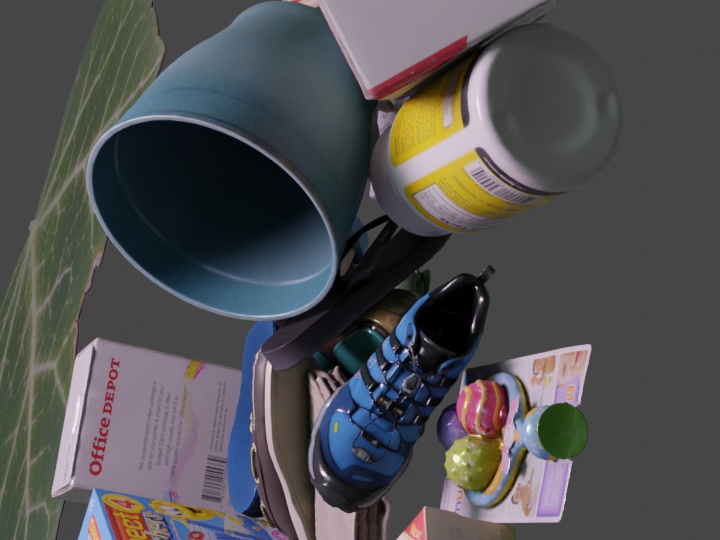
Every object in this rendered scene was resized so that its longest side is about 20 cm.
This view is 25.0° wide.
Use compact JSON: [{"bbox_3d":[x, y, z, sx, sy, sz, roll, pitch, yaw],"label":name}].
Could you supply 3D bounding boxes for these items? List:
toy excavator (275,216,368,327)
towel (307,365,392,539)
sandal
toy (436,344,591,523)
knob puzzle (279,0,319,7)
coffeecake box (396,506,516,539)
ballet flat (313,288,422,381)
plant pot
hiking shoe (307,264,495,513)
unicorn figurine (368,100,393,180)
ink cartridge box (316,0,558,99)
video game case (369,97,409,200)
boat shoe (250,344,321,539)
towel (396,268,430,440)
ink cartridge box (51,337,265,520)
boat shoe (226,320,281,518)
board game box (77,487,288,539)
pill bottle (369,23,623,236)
[{"bbox_3d":[-0.062,-0.049,1.530,0.194,0.100,0.201,-18,34,40],"label":"toy excavator"},{"bbox_3d":[-0.008,0.184,1.256,0.133,0.034,0.201,-129,35,-66],"label":"towel"},{"bbox_3d":[0.000,0.000,1.250,0.200,0.043,0.076,-41,14,-27],"label":"sandal"},{"bbox_3d":[0.087,0.111,1.109,0.200,0.047,0.116,162,122,-66],"label":"toy"},{"bbox_3d":[-0.009,-0.266,1.422,0.031,0.219,0.219,64,164,-13],"label":"knob puzzle"},{"bbox_3d":[0.035,0.281,1.098,0.200,0.073,0.154,124,153,-43],"label":"coffeecake box"},{"bbox_3d":[-0.005,0.061,1.312,0.200,0.070,0.071,-31,49,58],"label":"ballet flat"},{"bbox_3d":[-0.079,-0.099,1.240,0.200,0.199,0.188,-50,11,50],"label":"plant pot"},{"bbox_3d":[0.026,0.078,1.145,0.200,0.074,0.087,-57,-4,-34],"label":"hiking shoe"},{"bbox_3d":[-0.014,-0.127,1.387,0.137,0.199,0.074,-55,-15,-65],"label":"unicorn figurine"},{"bbox_3d":[0.058,-0.187,1.137,0.145,0.084,0.200,-29,2,8],"label":"ink cartridge box"},{"bbox_3d":[0.062,-0.158,1.394,0.200,0.018,0.144,144,137,-60],"label":"video game case"},{"bbox_3d":[-0.062,0.142,1.324,0.060,0.072,0.202,15,127,39],"label":"boat shoe"},{"bbox_3d":[0.006,0.101,1.367,0.200,0.023,0.153,-42,40,54],"label":"towel"},{"bbox_3d":[-0.184,0.161,1.566,0.083,0.199,0.147,149,132,-62],"label":"ink cartridge box"},{"bbox_3d":[-0.070,0.133,1.487,0.084,0.068,0.201,-25,47,48],"label":"boat shoe"},{"bbox_3d":[-0.124,0.260,1.351,0.200,0.195,0.056,-138,64,-67],"label":"board game box"},{"bbox_3d":[0.088,-0.090,1.146,0.200,0.114,0.115,155,126,-64],"label":"pill bottle"}]
